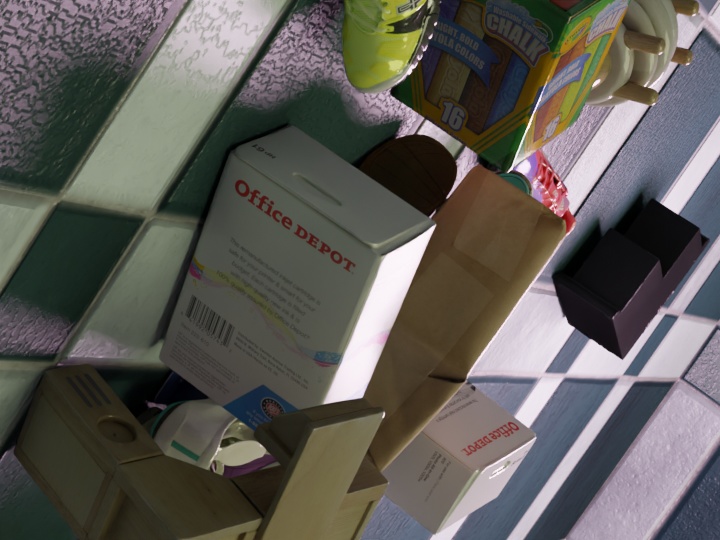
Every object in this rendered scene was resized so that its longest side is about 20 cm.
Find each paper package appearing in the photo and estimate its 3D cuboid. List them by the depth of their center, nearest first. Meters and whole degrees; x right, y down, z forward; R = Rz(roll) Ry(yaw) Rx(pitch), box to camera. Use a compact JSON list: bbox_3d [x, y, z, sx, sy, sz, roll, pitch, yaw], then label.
[{"bbox_3d":[0.059,0.041,1.655,0.200,0.103,0.191,-52,179,-39],"label":"paper package"}]

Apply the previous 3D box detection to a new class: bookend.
[{"bbox_3d":[0.345,-0.013,2.465,0.199,0.092,0.200,-53,161,-7],"label":"bookend"}]

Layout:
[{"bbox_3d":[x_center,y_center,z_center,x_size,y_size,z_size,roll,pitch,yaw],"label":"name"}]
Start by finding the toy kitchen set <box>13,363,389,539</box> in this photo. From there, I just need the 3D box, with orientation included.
[{"bbox_3d":[-0.097,0.113,1.385,0.200,0.180,0.163,-8,134,-45],"label":"toy kitchen set"}]

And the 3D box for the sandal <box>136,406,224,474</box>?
[{"bbox_3d":[-0.155,0.168,1.614,0.080,0.057,0.201,-52,162,-5],"label":"sandal"}]

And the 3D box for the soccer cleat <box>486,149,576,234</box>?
[{"bbox_3d":[0.175,-0.087,1.935,0.068,0.073,0.200,-52,162,-6],"label":"soccer cleat"}]

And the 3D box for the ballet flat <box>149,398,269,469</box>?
[{"bbox_3d":[-0.094,0.127,1.580,0.200,0.069,0.069,-15,138,-61],"label":"ballet flat"}]

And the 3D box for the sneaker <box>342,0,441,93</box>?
[{"bbox_3d":[0.015,-0.214,1.334,0.076,0.075,0.200,-20,133,-47],"label":"sneaker"}]

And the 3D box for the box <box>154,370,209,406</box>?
[{"bbox_3d":[-0.095,0.078,1.641,0.121,0.032,0.200,-55,161,4],"label":"box"}]

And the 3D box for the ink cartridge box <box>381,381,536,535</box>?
[{"bbox_3d":[0.044,0.141,1.824,0.146,0.200,0.084,-19,143,-60],"label":"ink cartridge box"}]

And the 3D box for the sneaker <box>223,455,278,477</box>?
[{"bbox_3d":[-0.128,0.238,1.721,0.200,0.114,0.073,-44,161,-24],"label":"sneaker"}]

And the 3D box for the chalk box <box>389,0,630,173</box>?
[{"bbox_3d":[0.129,-0.203,1.527,0.124,0.124,0.200,-35,155,-45],"label":"chalk box"}]

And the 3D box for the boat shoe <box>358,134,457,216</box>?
[{"bbox_3d":[0.008,-0.044,1.622,0.201,0.072,0.066,-47,180,-42],"label":"boat shoe"}]

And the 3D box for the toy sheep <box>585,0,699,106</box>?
[{"bbox_3d":[0.223,-0.212,1.738,0.200,0.138,0.138,-41,160,-52],"label":"toy sheep"}]

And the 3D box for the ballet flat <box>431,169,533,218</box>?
[{"bbox_3d":[0.087,-0.019,1.862,0.200,0.076,0.064,-45,170,3],"label":"ballet flat"}]

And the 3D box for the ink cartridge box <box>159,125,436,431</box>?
[{"bbox_3d":[-0.049,0.015,1.448,0.085,0.145,0.200,-30,149,-50],"label":"ink cartridge box"}]
